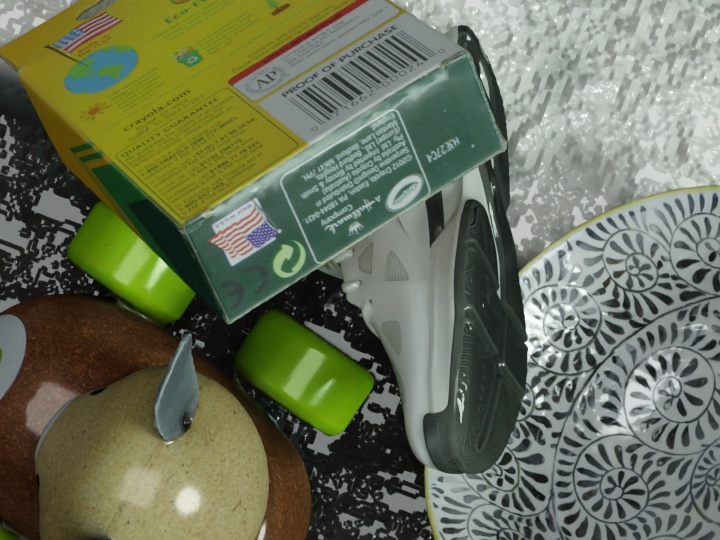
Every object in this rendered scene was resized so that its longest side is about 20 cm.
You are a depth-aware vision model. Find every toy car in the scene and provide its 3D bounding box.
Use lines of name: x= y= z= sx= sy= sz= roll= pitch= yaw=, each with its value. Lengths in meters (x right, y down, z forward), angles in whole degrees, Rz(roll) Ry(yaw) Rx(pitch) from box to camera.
toy car: x=-0.094 y=0.071 z=1.052 sx=0.158 sy=0.200 sz=0.164 roll=33 pitch=89 yaw=3

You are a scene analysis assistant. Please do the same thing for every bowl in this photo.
bowl: x=0.133 y=0.076 z=1.082 sx=0.200 sy=0.094 sz=0.201 roll=-18 pitch=51 yaw=23

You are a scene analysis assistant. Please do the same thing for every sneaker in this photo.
sneaker: x=0.000 y=0.000 z=1.096 sx=0.115 sy=0.076 sz=0.201 roll=-12 pitch=52 yaw=15

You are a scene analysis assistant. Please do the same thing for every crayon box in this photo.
crayon box: x=-0.048 y=-0.068 z=1.078 sx=0.127 sy=0.200 sz=0.051 roll=-32 pitch=125 yaw=-11
